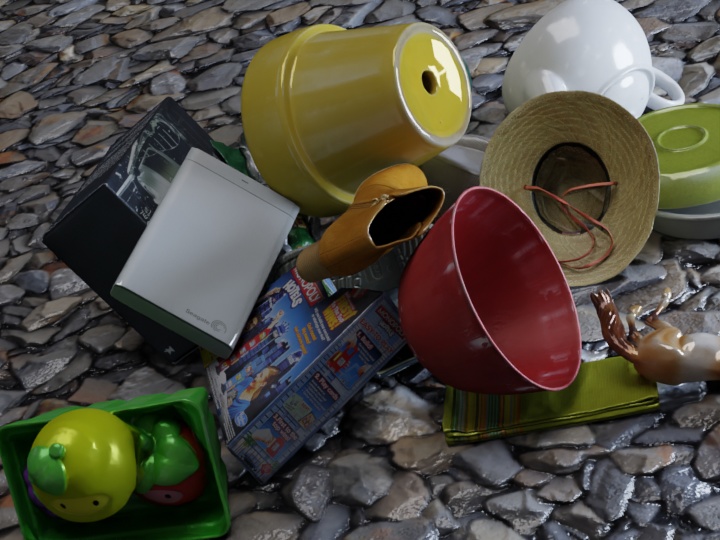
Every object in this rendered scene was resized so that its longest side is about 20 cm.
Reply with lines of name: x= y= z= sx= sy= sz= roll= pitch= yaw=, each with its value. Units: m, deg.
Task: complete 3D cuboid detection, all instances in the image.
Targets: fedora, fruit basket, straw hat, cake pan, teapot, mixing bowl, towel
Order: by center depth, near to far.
fruit basket: x=-0.226 y=0.182 z=1.317 sx=0.213 sy=0.157 sz=0.216 roll=-12 pitch=15 yaw=3
mixing bowl: x=0.105 y=0.036 z=1.369 sx=0.108 sy=0.200 sz=0.201 roll=-28 pitch=22 yaw=31
towel: x=0.173 y=0.114 z=1.375 sx=0.198 sy=0.018 sz=0.086 roll=-10 pitch=32 yaw=10
straw hat: x=0.222 y=-0.085 z=1.566 sx=0.199 sy=0.203 sz=0.085 roll=-8 pitch=-1 yaw=14
cake pan: x=0.381 y=-0.095 z=1.597 sx=0.198 sy=0.037 sz=0.201 roll=-13 pitch=31 yaw=7
fedora: x=0.107 y=-0.096 z=1.640 sx=0.176 sy=0.091 sz=0.199 roll=-16 pitch=28 yaw=-36
teapot: x=0.274 y=-0.213 z=1.733 sx=0.200 sy=0.198 sz=0.146 roll=-42 pitch=63 yaw=-5

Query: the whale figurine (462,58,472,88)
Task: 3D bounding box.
whale figurine: x=0.055 y=-0.202 z=1.892 sx=0.199 sy=0.104 sz=0.159 roll=-36 pitch=2 yaw=7

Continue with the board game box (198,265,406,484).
board game box: x=-0.051 y=0.076 z=1.440 sx=0.199 sy=0.062 sz=0.200 roll=-36 pitch=30 yaw=6

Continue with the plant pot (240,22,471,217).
plant pot: x=0.007 y=-0.173 z=1.563 sx=0.188 sy=0.202 sz=0.201 roll=-14 pitch=25 yaw=40

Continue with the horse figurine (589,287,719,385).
horse figurine: x=0.305 y=0.065 z=1.348 sx=0.198 sy=0.050 sz=0.133 roll=5 pitch=35 yaw=10

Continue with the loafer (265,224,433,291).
loafer: x=0.000 y=0.000 z=1.546 sx=0.198 sy=0.076 sz=0.070 roll=-11 pitch=0 yaw=10

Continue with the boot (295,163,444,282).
boot: x=0.038 y=-0.056 z=1.411 sx=0.201 sy=0.071 sz=0.144 roll=-40 pitch=11 yaw=-38

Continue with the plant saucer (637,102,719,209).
plant saucer: x=0.348 y=-0.132 z=1.606 sx=0.198 sy=0.031 sz=0.201 roll=-12 pitch=31 yaw=7

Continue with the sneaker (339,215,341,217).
sneaker: x=0.020 y=-0.119 z=1.768 sx=0.073 sy=0.082 sz=0.200 roll=1 pitch=36 yaw=24

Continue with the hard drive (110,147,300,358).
hard drive: x=-0.153 y=-0.022 z=1.500 sx=0.131 sy=0.027 sz=0.201 roll=29 pitch=51 yaw=-7

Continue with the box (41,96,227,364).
box: x=-0.206 y=-0.045 z=1.617 sx=0.124 sy=0.200 sz=0.197 roll=-34 pitch=19 yaw=34

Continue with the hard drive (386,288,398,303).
hard drive: x=0.006 y=0.018 z=1.600 sx=0.199 sy=0.033 sz=0.139 roll=-28 pitch=33 yaw=-19

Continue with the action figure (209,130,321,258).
action figure: x=-0.082 y=-0.064 z=1.627 sx=0.117 sy=0.055 sz=0.201 roll=2 pitch=54 yaw=-42

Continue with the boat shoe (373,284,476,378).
boat shoe: x=0.080 y=0.043 z=1.481 sx=0.199 sy=0.075 sz=0.062 roll=-26 pitch=30 yaw=-14
